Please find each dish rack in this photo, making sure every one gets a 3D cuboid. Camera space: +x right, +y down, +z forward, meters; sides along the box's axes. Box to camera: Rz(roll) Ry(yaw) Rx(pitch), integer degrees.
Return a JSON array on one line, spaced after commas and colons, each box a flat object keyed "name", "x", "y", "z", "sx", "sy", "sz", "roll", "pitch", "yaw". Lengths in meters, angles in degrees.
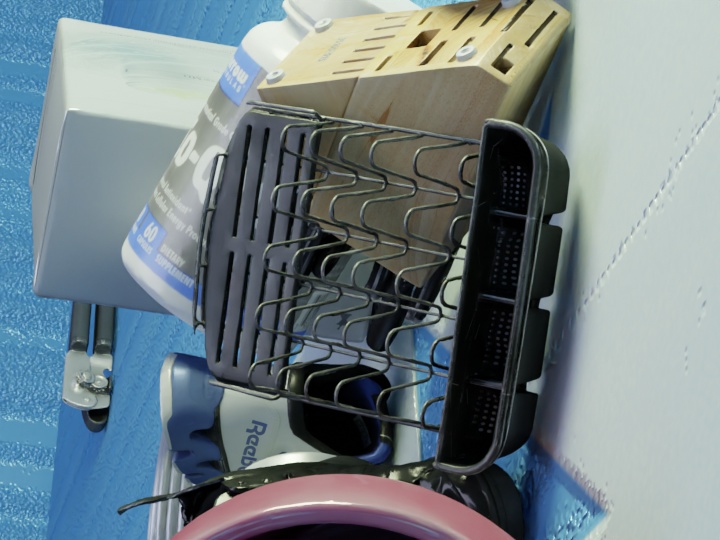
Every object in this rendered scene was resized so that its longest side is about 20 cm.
[{"name": "dish rack", "x": 0.000, "y": 0.000, "z": 1.155, "sx": 0.200, "sy": 0.055, "sz": 0.154, "roll": 11, "pitch": 94, "yaw": 34}]

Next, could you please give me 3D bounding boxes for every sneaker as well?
[{"name": "sneaker", "x": -0.030, "y": 0.109, "z": 1.429, "sx": 0.199, "sy": 0.115, "sz": 0.081, "roll": 63, "pitch": -153, "yaw": -56}, {"name": "sneaker", "x": -0.022, "y": 0.118, "z": 1.163, "sx": 0.200, "sy": 0.104, "sz": 0.060, "roll": -2, "pitch": 96, "yaw": 56}]

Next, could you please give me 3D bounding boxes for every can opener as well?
[{"name": "can opener", "x": -0.303, "y": 0.088, "z": 2.835, "sx": 0.067, "sy": 0.053, "sz": 0.200, "roll": 110, "pitch": 164, "yaw": -46}]

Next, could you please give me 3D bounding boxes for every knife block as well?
[{"name": "knife block", "x": 0.035, "y": -0.038, "z": 1.239, "sx": 0.200, "sy": 0.176, "sz": 0.064, "roll": -3, "pitch": 35, "yaw": 40}]

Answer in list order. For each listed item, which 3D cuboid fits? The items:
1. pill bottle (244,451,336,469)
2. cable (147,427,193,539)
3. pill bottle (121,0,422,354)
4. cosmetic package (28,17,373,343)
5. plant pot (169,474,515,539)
[{"name": "pill bottle", "x": -0.026, "y": 0.191, "z": 1.254, "sx": 0.200, "sy": 0.112, "sz": 0.112, "roll": -94, "pitch": 17, "yaw": -45}, {"name": "cable", "x": -0.090, "y": 0.160, "z": 1.601, "sx": 0.200, "sy": 0.069, "sz": 0.200, "roll": 88, "pitch": -173, "yaw": -50}, {"name": "pill bottle", "x": -0.036, "y": -0.064, "z": 1.390, "sx": 0.200, "sy": 0.114, "sz": 0.114, "roll": -59, "pitch": 17, "yaw": 13}, {"name": "cosmetic package", "x": -0.094, "y": -0.058, "z": 1.551, "sx": 0.200, "sy": 0.199, "sz": 0.123, "roll": -110, "pitch": 30, "yaw": -67}, {"name": "plant pot", "x": -0.002, "y": 0.170, "z": 1.011, "sx": 0.179, "sy": 0.200, "sz": 0.200, "roll": -53, "pitch": -26, "yaw": -81}]
